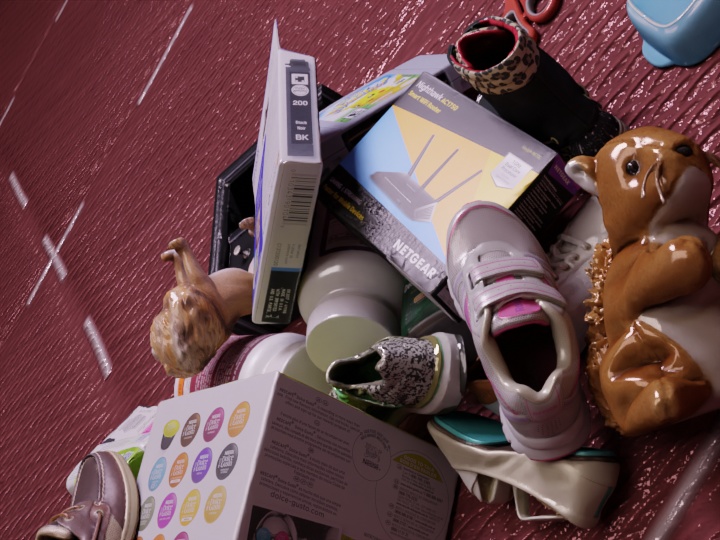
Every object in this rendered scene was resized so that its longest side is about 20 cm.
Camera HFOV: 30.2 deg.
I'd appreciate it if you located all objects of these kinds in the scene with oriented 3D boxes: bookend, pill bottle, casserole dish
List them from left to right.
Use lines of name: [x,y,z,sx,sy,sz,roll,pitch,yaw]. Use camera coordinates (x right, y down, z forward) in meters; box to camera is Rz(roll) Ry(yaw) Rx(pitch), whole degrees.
pill bottle: [-0.091,0.120,1.304,0.199,0.114,0.115,-7,61,56]
bookend: [-0.070,-0.055,1.427,0.198,0.092,0.202,-35,41,39]
pill bottle: [0.000,0.000,1.232,0.112,0.112,0.201,-39,29,35]
casserole dish: [0.287,-0.259,1.082,0.201,0.039,0.121,-54,32,15]

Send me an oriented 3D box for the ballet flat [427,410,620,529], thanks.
ballet flat: [0.115,0.153,1.014,0.199,0.069,0.070,8,74,58]

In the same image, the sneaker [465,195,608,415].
sneaker: [0.146,0.019,1.043,0.201,0.084,0.073,-63,28,-2]

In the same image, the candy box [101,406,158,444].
candy box: [-0.157,0.202,1.312,0.061,0.137,0.199,-46,20,-30]

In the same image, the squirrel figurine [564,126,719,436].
squirrel figurine: [0.194,0.007,0.888,0.200,0.140,0.188,125,128,-72]

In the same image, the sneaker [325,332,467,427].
sneaker: [0.005,0.087,1.091,0.200,0.088,0.078,-33,48,56]

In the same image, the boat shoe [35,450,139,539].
boat shoe: [-0.229,0.221,1.088,0.072,0.072,0.201,-47,32,31]

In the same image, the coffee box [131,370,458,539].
coffee box: [-0.066,0.220,1.101,0.199,0.199,0.200,-18,51,52]

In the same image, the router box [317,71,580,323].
router box: [0.066,-0.067,1.106,0.149,0.051,0.200,-47,41,-1]

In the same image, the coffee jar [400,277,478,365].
coffee jar: [0.086,-0.025,1.166,0.104,0.085,0.201,-34,41,37]

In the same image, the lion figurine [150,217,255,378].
lion figurine: [-0.124,0.022,1.300,0.072,0.199,0.123,-37,76,58]

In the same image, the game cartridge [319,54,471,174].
game cartridge: [0.013,-0.157,1.321,0.199,0.041,0.133,-33,14,-14]

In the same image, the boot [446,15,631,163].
boot: [0.128,-0.159,1.131,0.074,0.153,0.203,-53,32,0]

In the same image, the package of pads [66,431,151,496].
package of pads: [-0.172,0.243,1.249,0.068,0.201,0.154,-46,15,-34]

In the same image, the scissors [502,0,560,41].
scissors: [0.148,-0.284,1.340,0.073,0.014,0.201,-53,33,22]

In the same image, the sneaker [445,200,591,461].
sneaker: [0.113,0.029,0.952,0.081,0.088,0.201,-20,63,-1]

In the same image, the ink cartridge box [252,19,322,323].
ink cartridge box: [-0.070,-0.090,1.215,0.199,0.043,0.201,103,166,-45]
